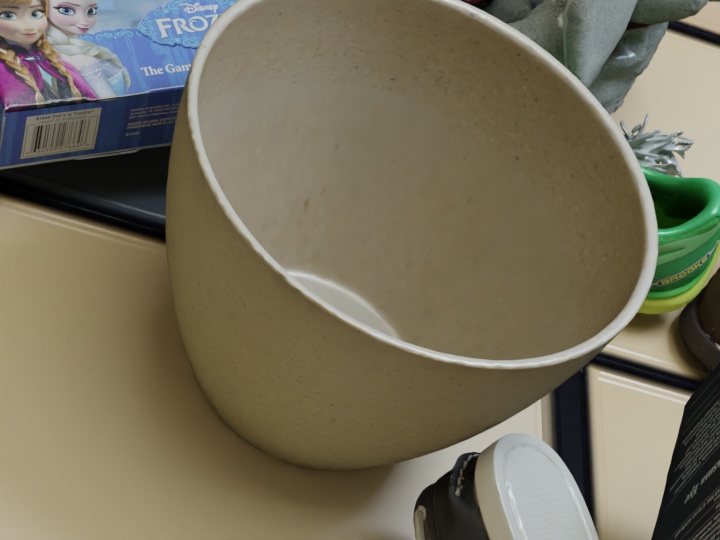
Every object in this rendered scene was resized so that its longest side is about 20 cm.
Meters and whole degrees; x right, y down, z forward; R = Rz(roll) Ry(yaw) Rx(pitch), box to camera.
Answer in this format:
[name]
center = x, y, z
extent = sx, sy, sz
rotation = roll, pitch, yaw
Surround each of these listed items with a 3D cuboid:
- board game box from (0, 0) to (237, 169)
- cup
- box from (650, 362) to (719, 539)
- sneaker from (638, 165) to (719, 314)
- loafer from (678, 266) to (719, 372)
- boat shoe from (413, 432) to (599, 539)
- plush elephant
[board game box]
center = -0.093, -0.145, 1.136
extent = 0.199, 0.043, 0.200
rotation = -10, 55, -23
[cup]
center = 0.000, 0.000, 1.034
extent = 0.199, 0.143, 0.201
rotation = 16, 46, -17
[box]
center = 0.215, 0.135, 0.980
extent = 0.199, 0.104, 0.183
rotation = 28, 47, -6
[sneaker]
center = 0.075, -0.044, 1.155
extent = 0.199, 0.084, 0.074
rotation = 14, 46, -12
[loafer]
center = 0.230, -0.013, 1.222
extent = 0.073, 0.071, 0.200
rotation = 39, 44, 9
[boat shoe]
center = 0.069, 0.165, 0.985
extent = 0.074, 0.060, 0.201
rotation = 2, 63, -47
[plush elephant]
center = 0.109, -0.146, 1.213
extent = 0.200, 0.155, 0.165
rotation = 44, 45, 14
